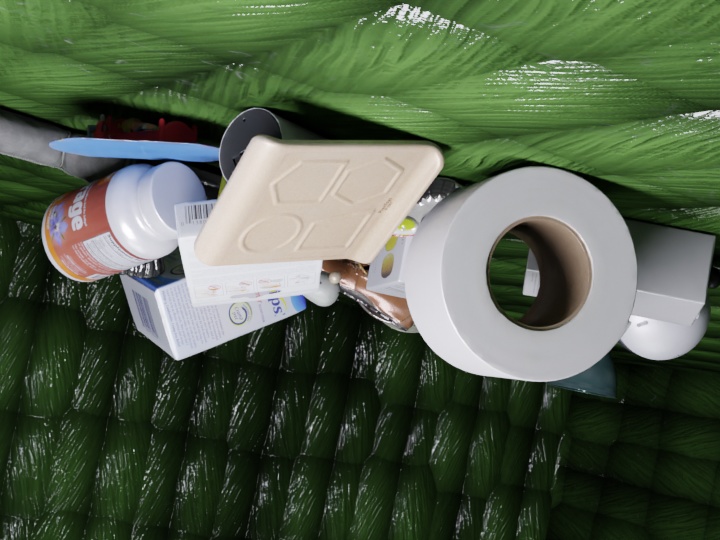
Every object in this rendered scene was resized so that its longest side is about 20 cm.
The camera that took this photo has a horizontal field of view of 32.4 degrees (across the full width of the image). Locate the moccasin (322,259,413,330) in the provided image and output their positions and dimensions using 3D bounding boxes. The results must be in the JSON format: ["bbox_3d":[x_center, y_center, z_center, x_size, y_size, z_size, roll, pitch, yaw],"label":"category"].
[{"bbox_3d":[0.000,0.000,1.674,0.200,0.078,0.074,31,-179,9],"label":"moccasin"}]

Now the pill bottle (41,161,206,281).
[{"bbox_3d":[-0.277,-0.061,1.459,0.199,0.114,0.112,-17,157,39],"label":"pill bottle"}]

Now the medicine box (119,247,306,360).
[{"bbox_3d":[-0.203,0.023,1.688,0.198,0.104,0.182,-22,-161,-22],"label":"medicine box"}]

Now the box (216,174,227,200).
[{"bbox_3d":[-0.072,-0.088,1.451,0.064,0.071,0.199,8,174,40],"label":"box"}]

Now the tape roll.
[{"bbox_3d":[0.154,0.006,1.221,0.200,0.205,0.139,13,175,-12],"label":"tape roll"}]

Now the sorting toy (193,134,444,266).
[{"bbox_3d":[-0.043,-0.069,1.185,0.198,0.037,0.185,1,145,-31],"label":"sorting toy"}]

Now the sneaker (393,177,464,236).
[{"bbox_3d":[0.049,-0.066,1.400,0.198,0.078,0.085,7,180,32],"label":"sneaker"}]

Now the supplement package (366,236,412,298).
[{"bbox_3d":[0.086,-0.024,1.553,0.108,0.115,0.200,11,174,-10],"label":"supplement package"}]

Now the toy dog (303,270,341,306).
[{"bbox_3d":[-0.095,-0.033,1.527,0.199,0.133,0.096,12,143,-42],"label":"toy dog"}]

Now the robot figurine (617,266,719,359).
[{"bbox_3d":[0.357,0.041,1.531,0.124,0.152,0.200,24,-176,-3],"label":"robot figurine"}]

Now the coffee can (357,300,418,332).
[{"bbox_3d":[0.067,0.012,1.805,0.144,0.148,0.200,11,175,8],"label":"coffee can"}]

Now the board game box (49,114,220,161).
[{"bbox_3d":[-0.235,-0.148,1.340,0.197,0.039,0.158,2,178,-7],"label":"board game box"}]

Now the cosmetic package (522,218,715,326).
[{"bbox_3d":[0.287,-0.004,1.393,0.197,0.086,0.108,10,164,7],"label":"cosmetic package"}]

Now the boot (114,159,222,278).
[{"bbox_3d":[-0.255,-0.065,1.579,0.209,0.160,0.079,10,-173,32],"label":"boot"}]

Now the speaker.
[{"bbox_3d":[-0.051,-0.097,1.247,0.081,0.082,0.199,8,174,37],"label":"speaker"}]

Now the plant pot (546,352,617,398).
[{"bbox_3d":[0.633,0.274,3.485,0.198,0.136,0.200,11,174,1],"label":"plant pot"}]

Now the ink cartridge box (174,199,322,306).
[{"bbox_3d":[-0.123,-0.022,1.410,0.158,0.048,0.200,-7,158,-6],"label":"ink cartridge box"}]

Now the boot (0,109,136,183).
[{"bbox_3d":[-0.393,-0.160,1.498,0.181,0.073,0.199,4,164,44],"label":"boot"}]
